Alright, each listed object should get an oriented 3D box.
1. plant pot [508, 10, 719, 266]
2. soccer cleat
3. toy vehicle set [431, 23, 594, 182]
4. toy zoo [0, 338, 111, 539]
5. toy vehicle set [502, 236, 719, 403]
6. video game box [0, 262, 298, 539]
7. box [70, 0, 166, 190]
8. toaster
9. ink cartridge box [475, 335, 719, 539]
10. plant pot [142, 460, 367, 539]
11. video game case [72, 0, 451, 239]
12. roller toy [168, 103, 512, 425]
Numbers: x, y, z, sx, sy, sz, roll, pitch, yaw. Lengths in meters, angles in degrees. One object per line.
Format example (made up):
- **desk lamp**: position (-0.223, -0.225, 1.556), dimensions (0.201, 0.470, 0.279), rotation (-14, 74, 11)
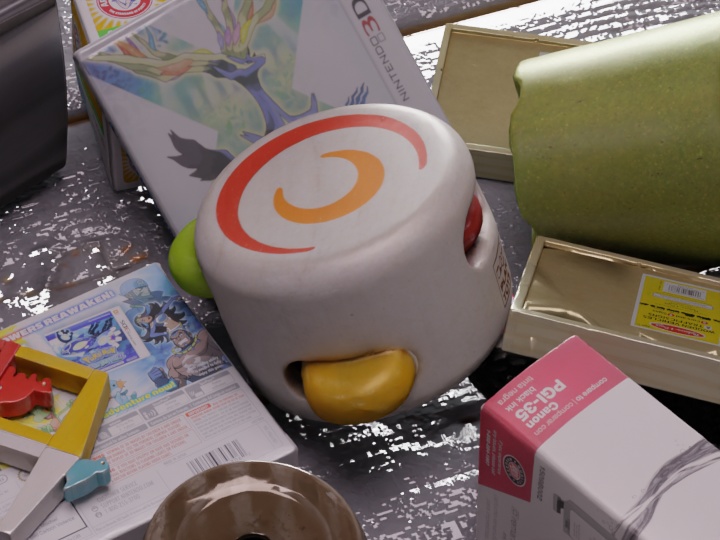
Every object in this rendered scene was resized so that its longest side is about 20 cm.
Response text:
- **plant pot**: position (0.196, -0.081, 1.671), dimensions (0.183, 0.201, 0.201), rotation (-5, 46, 15)
- **soccer cleat**: position (0.169, 0.057, 1.633), dimensions (0.199, 0.068, 0.073), rotation (10, 49, 12)
- **toy vehicle set**: position (0.147, -0.110, 1.809), dimensions (0.199, 0.027, 0.125), rotation (8, 48, 7)
- **toy zoo**: position (-0.240, 0.094, 1.562), dimensions (0.199, 0.021, 0.132), rotation (16, 51, 15)
- **toy vehicle set**: position (0.192, 0.035, 1.575), dimensions (0.199, 0.027, 0.124), rotation (14, 24, 7)
- **video game box**: position (-0.168, 0.101, 1.599), dimensions (0.199, 0.047, 0.182), rotation (-24, 54, -21)
- **box**: position (-0.092, -0.146, 1.787), dimensions (0.199, 0.102, 0.113), rotation (-13, 49, -13)
- **toaster**: position (-0.289, -0.137, 1.723), dimensions (0.118, 0.181, 0.200), rotation (-33, 55, -29)
- **ink cartridge box**: position (0.163, 0.157, 1.485), dimensions (0.083, 0.147, 0.200), rotation (-33, 56, -26)
- **plant pot**: position (-0.058, 0.204, 1.423), dimensions (0.199, 0.174, 0.201), rotation (0, 48, 0)
- **video game case**: position (-0.060, -0.111, 1.708), dimensions (0.199, 0.022, 0.183), rotation (-31, 96, -11)
- **roller toy**: position (0.000, 0.000, 1.617), dimensions (0.182, 0.140, 0.200), rotation (-36, 38, -20)
